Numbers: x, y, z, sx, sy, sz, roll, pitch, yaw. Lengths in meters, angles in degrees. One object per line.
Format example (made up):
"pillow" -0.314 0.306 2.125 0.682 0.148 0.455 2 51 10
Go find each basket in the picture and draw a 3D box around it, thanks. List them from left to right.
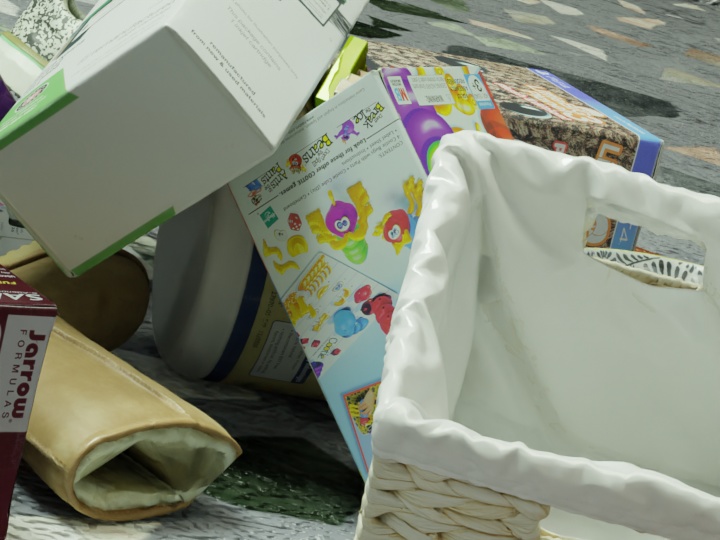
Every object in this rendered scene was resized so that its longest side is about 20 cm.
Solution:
"basket" 0.099 0.076 1.134 0.197 0.161 0.200 15 40 0

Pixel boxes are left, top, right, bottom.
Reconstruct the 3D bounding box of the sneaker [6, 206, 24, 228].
"sneaker" -0.140 -0.077 1.507 0.074 0.080 0.200 8 15 3

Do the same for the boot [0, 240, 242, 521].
"boot" -0.124 0.053 1.335 0.175 0.066 0.200 -10 27 -40

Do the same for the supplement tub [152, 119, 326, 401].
"supplement tub" 0.000 0.000 1.485 0.199 0.145 0.144 11 15 -17

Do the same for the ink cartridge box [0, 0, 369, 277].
"ink cartridge box" -0.084 -0.106 1.377 0.084 0.146 0.200 49 34 -16

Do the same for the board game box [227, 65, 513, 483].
"board game box" 0.037 0.015 1.334 0.103 0.105 0.201 -8 70 -58

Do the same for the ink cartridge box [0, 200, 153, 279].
"ink cartridge box" -0.216 -0.049 1.607 0.199 0.068 0.116 8 15 -28

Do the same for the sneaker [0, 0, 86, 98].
"sneaker" -0.126 -0.110 1.655 0.199 0.089 0.077 29 5 0

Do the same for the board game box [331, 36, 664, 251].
"board game box" 0.055 -0.070 1.706 0.199 0.097 0.159 7 16 -28

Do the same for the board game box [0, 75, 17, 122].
"board game box" -0.236 -0.125 1.472 0.032 0.120 0.200 -30 19 -15

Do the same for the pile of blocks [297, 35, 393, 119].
"pile of blocks" -0.040 -0.109 1.572 0.199 0.062 0.082 9 -33 33

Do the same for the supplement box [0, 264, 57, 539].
"supplement box" -0.214 0.030 1.223 0.061 0.109 0.200 3 17 -38

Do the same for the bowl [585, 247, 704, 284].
"bowl" 0.187 0.064 1.534 0.200 0.095 0.201 14 15 -4
